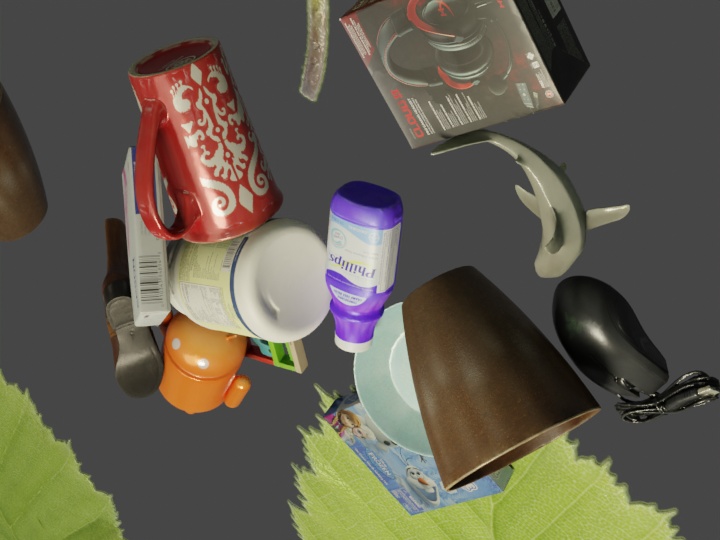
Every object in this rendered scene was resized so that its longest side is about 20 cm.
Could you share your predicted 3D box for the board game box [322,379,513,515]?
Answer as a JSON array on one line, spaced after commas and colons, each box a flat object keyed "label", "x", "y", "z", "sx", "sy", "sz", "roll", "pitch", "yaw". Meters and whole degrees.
[{"label": "board game box", "x": 0.074, "y": 0.236, "z": 1.387, "sx": 0.200, "sy": 0.043, "sz": 0.198, "roll": 48, "pitch": 138, "yaw": -10}]

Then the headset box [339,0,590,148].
[{"label": "headset box", "x": 0.087, "y": -0.208, "z": 0.940, "sx": 0.199, "sy": 0.075, "sz": 0.149, "roll": -10, "pitch": 121, "yaw": 42}]

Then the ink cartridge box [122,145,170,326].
[{"label": "ink cartridge box", "x": -0.269, "y": -0.034, "z": 1.263, "sx": 0.200, "sy": 0.043, "sz": 0.199, "roll": 152, "pitch": 113, "yaw": -71}]

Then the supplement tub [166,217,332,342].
[{"label": "supplement tub", "x": -0.142, "y": 0.006, "z": 1.248, "sx": 0.199, "sy": 0.145, "sz": 0.146, "roll": 6, "pitch": 131, "yaw": 48}]

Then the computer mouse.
[{"label": "computer mouse", "x": 0.276, "y": 0.093, "z": 1.091, "sx": 0.200, "sy": 0.053, "sz": 0.138, "roll": 48, "pitch": 141, "yaw": -10}]

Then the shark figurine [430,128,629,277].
[{"label": "shark figurine", "x": 0.172, "y": -0.063, "z": 0.987, "sx": 0.127, "sy": 0.090, "sz": 0.215, "roll": -14, "pitch": 128, "yaw": 40}]

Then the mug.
[{"label": "mug", "x": -0.180, "y": -0.140, "z": 1.144, "sx": 0.132, "sy": 0.178, "sz": 0.202, "roll": -11, "pitch": 119, "yaw": 10}]

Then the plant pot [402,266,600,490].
[{"label": "plant pot", "x": 0.129, "y": 0.105, "z": 1.108, "sx": 0.202, "sy": 0.185, "sz": 0.187, "roll": 62, "pitch": 144, "yaw": 17}]

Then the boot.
[{"label": "boot", "x": -0.328, "y": 0.054, "z": 1.423, "sx": 0.068, "sy": 0.201, "sz": 0.190, "roll": -18, "pitch": 125, "yaw": -5}]

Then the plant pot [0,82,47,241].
[{"label": "plant pot", "x": -0.527, "y": -0.140, "z": 1.418, "sx": 0.185, "sy": 0.188, "sz": 0.201, "roll": 10, "pitch": 147, "yaw": 30}]

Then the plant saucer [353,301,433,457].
[{"label": "plant saucer", "x": 0.089, "y": 0.128, "z": 1.245, "sx": 0.199, "sy": 0.039, "sz": 0.204, "roll": 6, "pitch": 106, "yaw": 22}]

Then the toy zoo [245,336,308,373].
[{"label": "toy zoo", "x": -0.172, "y": 0.069, "z": 1.439, "sx": 0.198, "sy": 0.020, "sz": 0.132, "roll": 13, "pitch": 134, "yaw": 29}]

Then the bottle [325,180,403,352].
[{"label": "bottle", "x": 0.000, "y": 0.000, "z": 1.178, "sx": 0.083, "sy": 0.065, "sz": 0.202, "roll": 21, "pitch": 124, "yaw": 22}]

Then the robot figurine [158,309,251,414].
[{"label": "robot figurine", "x": -0.224, "y": 0.120, "z": 1.419, "sx": 0.201, "sy": 0.115, "sz": 0.145, "roll": 117, "pitch": 144, "yaw": -50}]
